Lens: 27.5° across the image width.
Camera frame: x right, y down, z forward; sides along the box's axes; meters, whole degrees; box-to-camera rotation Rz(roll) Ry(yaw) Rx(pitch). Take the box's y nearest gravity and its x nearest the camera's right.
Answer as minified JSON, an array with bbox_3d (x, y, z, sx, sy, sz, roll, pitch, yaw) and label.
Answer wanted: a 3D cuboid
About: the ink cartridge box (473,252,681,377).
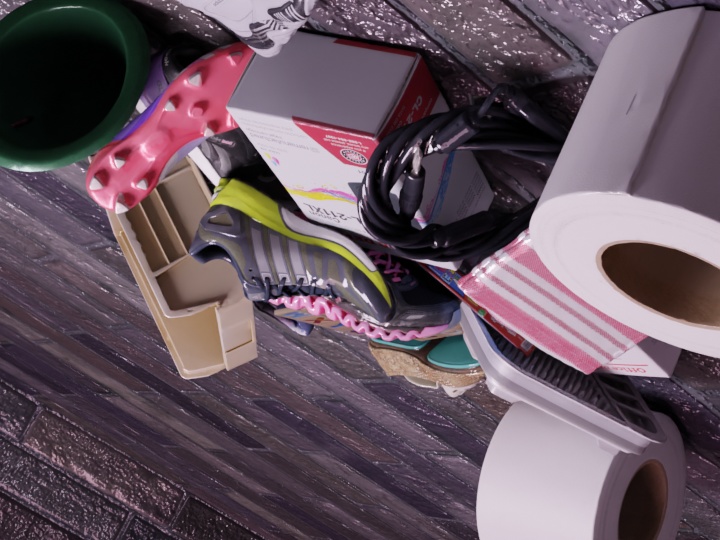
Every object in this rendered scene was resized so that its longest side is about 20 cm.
[{"bbox_3d":[0.205,0.034,1.276,0.200,0.068,0.116,39,158,-32],"label":"ink cartridge box"}]

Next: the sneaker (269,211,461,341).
[{"bbox_3d":[0.000,0.000,1.319,0.199,0.096,0.079,16,-163,22],"label":"sneaker"}]

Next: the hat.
[{"bbox_3d":[-0.236,-0.133,1.291,0.164,0.201,0.176,4,155,14],"label":"hat"}]

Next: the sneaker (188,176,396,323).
[{"bbox_3d":[-0.059,0.000,1.261,0.199,0.081,0.074,28,163,20],"label":"sneaker"}]

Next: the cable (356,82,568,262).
[{"bbox_3d":[0.093,-0.056,1.107,0.163,0.051,0.200,-36,144,19],"label":"cable"}]

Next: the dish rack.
[{"bbox_3d":[0.176,0.098,1.360,0.199,0.044,0.172,28,-162,-20],"label":"dish rack"}]

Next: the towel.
[{"bbox_3d":[0.192,-0.005,1.137,0.146,0.030,0.200,33,128,-25],"label":"towel"}]

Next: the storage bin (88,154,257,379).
[{"bbox_3d":[-0.180,-0.010,1.478,0.200,0.093,0.200,62,168,18],"label":"storage bin"}]

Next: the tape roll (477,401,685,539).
[{"bbox_3d":[0.232,0.233,1.526,0.138,0.204,0.203,10,155,37],"label":"tape roll"}]

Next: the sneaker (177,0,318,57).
[{"bbox_3d":[-0.080,-0.214,0.999,0.114,0.076,0.200,27,164,-11],"label":"sneaker"}]

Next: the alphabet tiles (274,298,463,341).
[{"bbox_3d":[0.040,0.047,1.470,0.166,0.008,0.199,-12,161,37],"label":"alphabet tiles"}]

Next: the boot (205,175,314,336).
[{"bbox_3d":[-0.096,-0.017,1.498,0.072,0.091,0.200,2,149,50],"label":"boot"}]

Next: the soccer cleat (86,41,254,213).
[{"bbox_3d":[-0.149,-0.126,1.217,0.067,0.200,0.077,45,-167,-23],"label":"soccer cleat"}]

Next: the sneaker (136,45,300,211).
[{"bbox_3d":[-0.106,-0.120,1.285,0.200,0.076,0.087,36,153,-25],"label":"sneaker"}]

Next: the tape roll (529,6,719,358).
[{"bbox_3d":[0.224,-0.049,0.938,0.201,0.140,0.203,23,161,8],"label":"tape roll"}]

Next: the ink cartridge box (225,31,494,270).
[{"bbox_3d":[0.005,-0.094,1.184,0.145,0.083,0.200,14,157,31],"label":"ink cartridge box"}]

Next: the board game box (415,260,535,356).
[{"bbox_3d":[0.068,-0.003,1.299,0.200,0.019,0.103,41,-179,35],"label":"board game box"}]

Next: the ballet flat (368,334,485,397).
[{"bbox_3d":[0.088,0.099,1.585,0.199,0.070,0.066,13,133,54],"label":"ballet flat"}]
